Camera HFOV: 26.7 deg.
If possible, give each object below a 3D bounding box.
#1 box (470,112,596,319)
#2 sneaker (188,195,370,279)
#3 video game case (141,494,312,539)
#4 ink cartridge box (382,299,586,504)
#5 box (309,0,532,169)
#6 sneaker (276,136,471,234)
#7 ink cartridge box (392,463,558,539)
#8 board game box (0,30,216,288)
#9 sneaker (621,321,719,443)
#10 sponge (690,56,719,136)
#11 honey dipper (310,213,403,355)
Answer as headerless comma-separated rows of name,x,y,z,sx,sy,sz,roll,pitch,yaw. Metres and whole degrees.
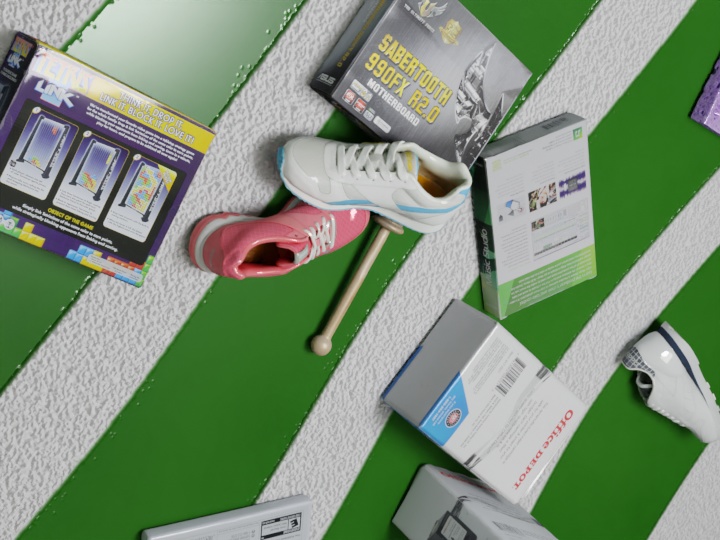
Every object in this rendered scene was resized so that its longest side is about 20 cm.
box,0.195,-0.061,1.702,0.144,0.036,0.201,-22,119,-26
sneaker,-0.066,-0.026,1.505,0.199,0.087,0.074,-17,119,-28
video game case,-0.147,0.345,1.646,0.199,0.022,0.183,-8,113,-33
ink cartridge box,0.143,0.151,1.722,0.146,0.084,0.200,-52,129,-5
box,0.065,-0.194,1.548,0.200,0.048,0.159,37,87,-39
sneaker,0.014,-0.099,1.506,0.199,0.077,0.081,12,148,-23
ink cartridge box,0.151,0.316,1.726,0.145,0.200,0.084,23,99,-38
board game box,-0.253,-0.096,1.368,0.199,0.057,0.166,26,92,-38
sneaker,0.394,0.153,1.912,0.080,0.076,0.200,-36,121,-3
sponge,0.479,-0.250,1.819,0.111,0.030,0.201,22,96,-38
honey dipper,0.000,0.000,1.597,0.038,0.038,0.201,26,98,-38
